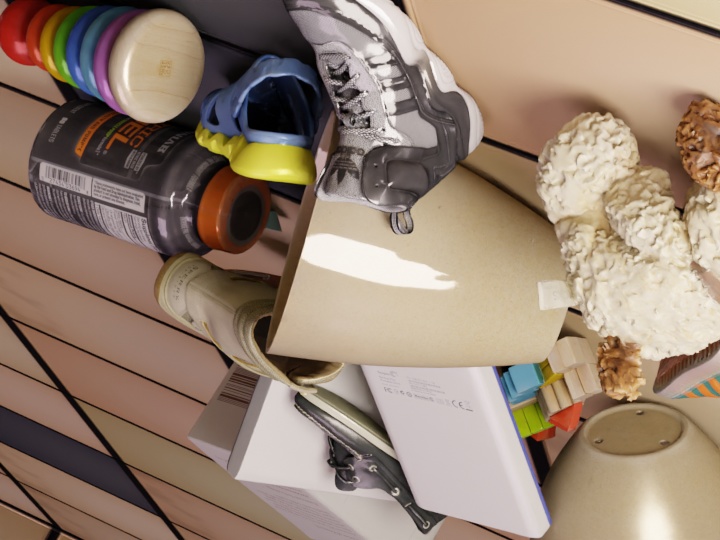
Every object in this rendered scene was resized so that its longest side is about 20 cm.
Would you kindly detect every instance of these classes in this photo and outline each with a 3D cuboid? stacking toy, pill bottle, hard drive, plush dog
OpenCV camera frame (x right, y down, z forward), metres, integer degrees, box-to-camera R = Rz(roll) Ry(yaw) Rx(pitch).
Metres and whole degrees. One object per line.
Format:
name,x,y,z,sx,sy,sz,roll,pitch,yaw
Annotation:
stacking toy,-0.212,-0.171,1.656,0.200,0.086,0.085,18,159,43
pill bottle,-0.172,-0.072,1.807,0.199,0.106,0.106,17,158,31
hard drive,-0.010,0.135,1.926,0.199,0.132,0.027,11,-164,-34
plush dog,0.221,-0.013,1.359,0.200,0.161,0.172,37,134,-27
hard drive,0.073,0.126,1.763,0.132,0.025,0.200,11,135,39

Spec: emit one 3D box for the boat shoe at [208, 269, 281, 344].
boat shoe,-0.042,0.033,1.937,0.199,0.074,0.076,7,151,0

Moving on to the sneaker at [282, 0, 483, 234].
sneaker,-0.001,-0.108,1.442,0.075,0.114,0.200,8,152,47

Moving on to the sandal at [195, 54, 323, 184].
sandal,-0.069,-0.118,1.589,0.079,0.087,0.200,7,-172,-20

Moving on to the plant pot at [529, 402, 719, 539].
plant pot,0.234,0.191,1.813,0.200,0.200,0.135,14,124,38

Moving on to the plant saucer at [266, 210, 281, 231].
plant saucer,-0.164,-0.070,1.903,0.199,0.019,0.070,17,-178,32

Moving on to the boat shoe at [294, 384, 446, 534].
boat shoe,0.007,0.169,1.888,0.199,0.066,0.075,35,-173,-34

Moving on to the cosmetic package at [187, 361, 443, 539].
cosmetic package,-0.018,0.157,2.069,0.166,0.168,0.200,11,155,51

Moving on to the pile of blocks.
pile of blocks,0.151,0.114,1.822,0.200,0.082,0.062,113,139,-71

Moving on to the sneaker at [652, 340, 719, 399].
sneaker,0.271,0.067,1.568,0.080,0.072,0.200,21,169,-5

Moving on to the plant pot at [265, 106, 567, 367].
plant pot,0.051,-0.004,1.586,0.199,0.188,0.187,15,162,-6

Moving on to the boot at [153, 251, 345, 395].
boot,-0.056,0.059,1.750,0.200,0.072,0.154,31,176,-39
